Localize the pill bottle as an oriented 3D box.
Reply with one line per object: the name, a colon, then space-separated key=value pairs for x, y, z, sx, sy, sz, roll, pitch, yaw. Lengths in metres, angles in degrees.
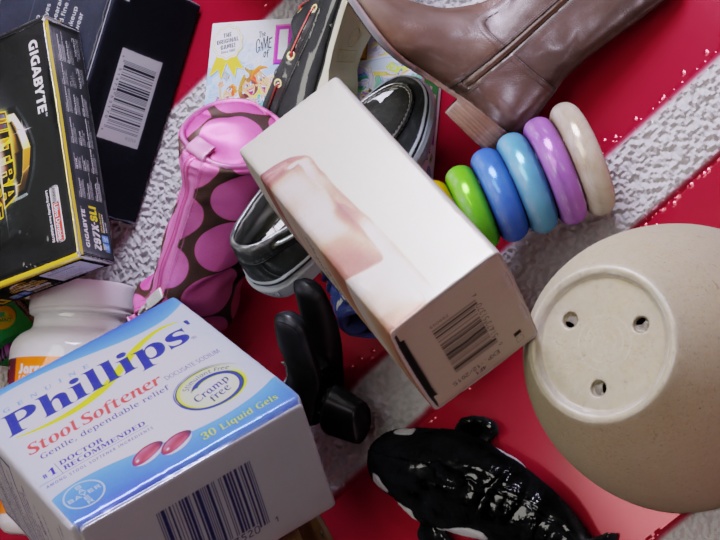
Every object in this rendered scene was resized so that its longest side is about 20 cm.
pill bottle: x=-0.227 y=0.111 z=1.447 sx=0.113 sy=0.113 sz=0.200 roll=-4 pitch=79 yaw=30

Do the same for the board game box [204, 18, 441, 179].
board game box: x=-0.033 y=-0.130 z=1.421 sx=0.200 sy=0.034 sz=0.135 roll=0 pitch=81 yaw=31

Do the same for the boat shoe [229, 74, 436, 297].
boat shoe: x=-0.016 y=-0.070 z=1.309 sx=0.072 sy=0.071 sz=0.200 roll=28 pitch=73 yaw=31

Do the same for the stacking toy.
stacking toy: x=0.073 y=-0.044 z=1.274 sx=0.200 sy=0.085 sz=0.085 roll=-22 pitch=69 yaw=1

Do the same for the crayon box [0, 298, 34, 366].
crayon box: x=-0.355 y=0.036 z=1.532 sx=0.200 sy=0.119 sz=0.058 roll=11 pitch=87 yaw=32

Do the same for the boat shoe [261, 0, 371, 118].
boat shoe: x=-0.024 y=-0.182 z=1.362 sx=0.063 sy=0.074 sz=0.201 roll=21 pitch=96 yaw=24

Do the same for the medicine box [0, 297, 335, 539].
medicine box: x=-0.152 y=0.132 z=1.286 sx=0.182 sy=0.103 sz=0.200 roll=-29 pitch=34 yaw=-21

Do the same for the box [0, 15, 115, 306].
box: x=-0.280 y=-0.077 z=1.414 sx=0.160 sy=0.049 sz=0.200 roll=-19 pitch=72 yaw=28

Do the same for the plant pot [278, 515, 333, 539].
plant pot: x=-0.116 y=0.245 z=1.337 sx=0.200 sy=0.186 sz=0.186 roll=-28 pitch=68 yaw=7

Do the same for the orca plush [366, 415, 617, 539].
orca plush: x=0.076 y=0.167 z=1.282 sx=0.200 sy=0.071 sz=0.105 roll=41 pitch=102 yaw=29

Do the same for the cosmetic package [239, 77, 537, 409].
cosmetic package: x=0.016 y=-0.019 z=1.177 sx=0.087 sy=0.103 sz=0.200 roll=-36 pitch=50 yaw=-3

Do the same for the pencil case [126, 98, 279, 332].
pencil case: x=-0.117 y=-0.033 z=1.372 sx=0.091 sy=0.094 sz=0.200 roll=51 pitch=139 yaw=33

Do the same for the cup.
cup: x=0.187 y=0.057 z=1.194 sx=0.200 sy=0.143 sz=0.200 roll=-6 pitch=79 yaw=29

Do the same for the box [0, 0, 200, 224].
box: x=-0.266 y=-0.163 z=1.517 sx=0.200 sy=0.117 sz=0.197 roll=17 pitch=91 yaw=31

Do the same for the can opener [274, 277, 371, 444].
can opener: x=-0.031 y=0.059 z=1.304 sx=0.079 sy=0.200 sz=0.063 roll=13 pitch=62 yaw=14

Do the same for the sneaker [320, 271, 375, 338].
sneaker: x=0.000 y=0.000 z=1.336 sx=0.200 sy=0.075 sz=0.088 roll=30 pitch=56 yaw=32

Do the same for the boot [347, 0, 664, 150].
boot: x=0.105 y=-0.210 z=1.288 sx=0.186 sy=0.064 sz=0.200 roll=44 pitch=100 yaw=-13
